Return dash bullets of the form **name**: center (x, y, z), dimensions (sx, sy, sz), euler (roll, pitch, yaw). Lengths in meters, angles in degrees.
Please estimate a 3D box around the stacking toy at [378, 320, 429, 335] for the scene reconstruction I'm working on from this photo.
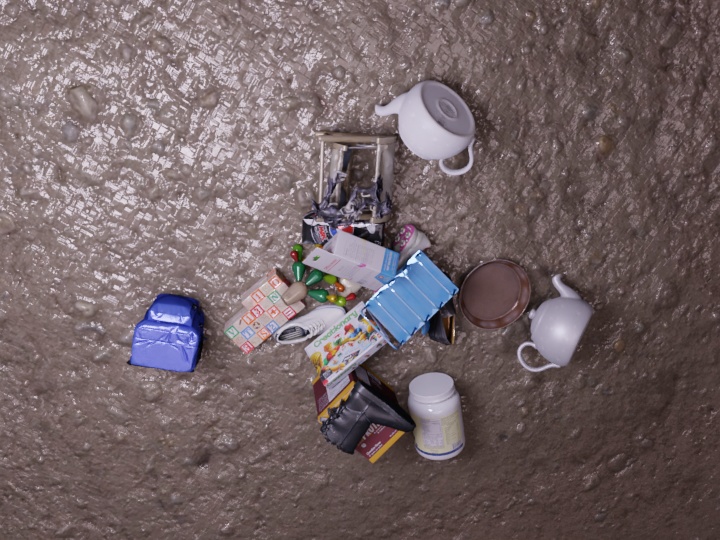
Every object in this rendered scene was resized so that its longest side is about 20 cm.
- **stacking toy**: center (0.077, 0.108, 1.675), dimensions (0.198, 0.116, 0.111), euler (-7, 112, 8)

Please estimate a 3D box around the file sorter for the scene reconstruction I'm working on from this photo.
- **file sorter**: center (0.117, 0.072, 1.541), dimensions (0.139, 0.123, 0.200), euler (45, 102, 3)

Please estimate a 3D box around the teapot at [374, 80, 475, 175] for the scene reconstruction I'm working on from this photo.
- **teapot**: center (0.164, -0.330, 1.502), dimensions (0.196, 0.201, 0.146), euler (-4, 153, -38)

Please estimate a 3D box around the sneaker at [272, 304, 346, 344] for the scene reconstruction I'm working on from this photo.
- **sneaker**: center (-0.129, 0.148, 1.659), dimensions (0.199, 0.071, 0.073), euler (-21, 111, -3)

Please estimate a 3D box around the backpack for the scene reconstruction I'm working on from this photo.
- **backpack**: center (-0.447, 0.142, 1.542), dimensions (0.161, 0.200, 0.169), euler (15, 97, -10)

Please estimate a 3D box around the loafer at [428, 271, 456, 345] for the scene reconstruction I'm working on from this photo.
- **loafer**: center (0.227, 0.102, 1.689), dimensions (0.072, 0.072, 0.201), euler (-19, 118, -32)

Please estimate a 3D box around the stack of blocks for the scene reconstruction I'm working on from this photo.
- **stack of blocks**: center (-0.253, 0.103, 1.631), dimensions (0.200, 0.059, 0.115), euler (-40, 110, 6)

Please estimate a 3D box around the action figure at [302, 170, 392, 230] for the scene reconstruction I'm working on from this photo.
- **action figure**: center (-0.029, -0.152, 1.420), dimensions (0.199, 0.103, 0.119), euler (-7, 141, 29)

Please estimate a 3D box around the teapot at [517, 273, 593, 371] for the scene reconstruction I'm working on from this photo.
- **teapot**: center (0.519, 0.151, 1.716), dimensions (0.145, 0.200, 0.198), euler (25, 143, 20)

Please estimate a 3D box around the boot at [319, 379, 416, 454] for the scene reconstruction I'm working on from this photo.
- **boot**: center (0.013, 0.373, 1.545), dimensions (0.198, 0.073, 0.163), euler (36, 97, -11)

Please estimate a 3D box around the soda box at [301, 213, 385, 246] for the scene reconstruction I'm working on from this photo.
- **soda box**: center (-0.040, -0.098, 1.564), dimensions (0.198, 0.071, 0.064), euler (4, 108, 6)

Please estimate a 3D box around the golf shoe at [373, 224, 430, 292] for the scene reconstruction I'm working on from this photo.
- **golf shoe**: center (0.105, -0.017, 1.641), dimensions (0.091, 0.075, 0.201), euler (23, 112, -31)

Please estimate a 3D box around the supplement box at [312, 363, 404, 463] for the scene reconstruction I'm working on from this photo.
- **supplement box**: center (-0.005, 0.351, 1.680), dimensions (0.197, 0.200, 0.133), euler (41, 99, -19)

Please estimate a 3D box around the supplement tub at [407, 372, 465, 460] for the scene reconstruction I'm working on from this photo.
- **supplement tub**: center (0.207, 0.398, 1.759), dimensions (0.144, 0.145, 0.201), euler (-12, 110, -5)

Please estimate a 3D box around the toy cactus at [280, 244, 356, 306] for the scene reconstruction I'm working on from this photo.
- **toy cactus**: center (-0.120, 0.028, 1.576), dimensions (0.165, 0.102, 0.200), euler (-38, 90, -20)

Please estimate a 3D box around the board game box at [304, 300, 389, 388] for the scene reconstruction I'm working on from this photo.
- **board game box**: center (-0.036, 0.188, 1.626), dimensions (0.200, 0.126, 0.035), euler (-40, 143, 6)

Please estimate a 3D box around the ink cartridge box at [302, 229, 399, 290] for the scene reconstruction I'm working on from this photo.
- **ink cartridge box**: center (-0.023, -0.028, 1.505), dimensions (0.199, 0.115, 0.068), euler (21, 65, -17)

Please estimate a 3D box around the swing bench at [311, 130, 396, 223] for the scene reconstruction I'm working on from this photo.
- **swing bench**: center (-0.011, -0.222, 1.520), dimensions (0.198, 0.130, 0.201), euler (0, 107, -8)

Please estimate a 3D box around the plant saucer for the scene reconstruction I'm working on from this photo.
- **plant saucer**: center (0.358, 0.062, 1.726), dimensions (0.199, 0.035, 0.202), euler (-2, 109, -7)

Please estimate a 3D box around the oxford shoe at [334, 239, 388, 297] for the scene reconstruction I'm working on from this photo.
- **oxford shoe**: center (0.000, 0.000, 1.627), dimensions (0.071, 0.074, 0.201), euler (30, 102, -17)
